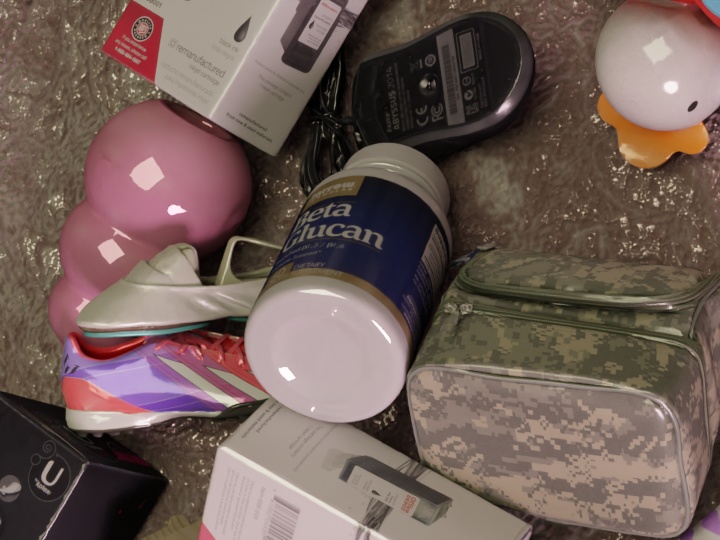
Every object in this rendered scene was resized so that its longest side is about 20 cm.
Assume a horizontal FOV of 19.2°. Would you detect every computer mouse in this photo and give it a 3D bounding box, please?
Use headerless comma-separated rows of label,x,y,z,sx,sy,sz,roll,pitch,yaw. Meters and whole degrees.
computer mouse,0.046,-0.128,1.525,0.199,0.053,0.140,-11,73,32

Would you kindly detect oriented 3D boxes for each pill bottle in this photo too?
pill bottle,0.000,0.000,1.433,0.110,0.200,0.112,8,127,11

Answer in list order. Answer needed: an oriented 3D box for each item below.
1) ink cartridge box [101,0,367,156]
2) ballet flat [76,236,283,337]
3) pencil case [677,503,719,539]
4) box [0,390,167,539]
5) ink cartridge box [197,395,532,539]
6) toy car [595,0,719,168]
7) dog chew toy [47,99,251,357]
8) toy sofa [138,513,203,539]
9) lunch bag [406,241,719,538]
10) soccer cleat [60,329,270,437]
ink cartridge box,-0.076,-0.207,1.548,0.145,0.083,0.201,32,93,42
ballet flat,-0.104,0.009,1.498,0.198,0.069,0.070,-3,74,-20
pencil case,0.223,0.205,1.357,0.200,0.085,0.084,-43,64,9
box,-0.252,0.204,1.541,0.106,0.122,0.201,32,93,26
ink cartridge box,-0.002,0.191,1.404,0.199,0.085,0.146,29,131,16
toy car,0.226,-0.157,1.411,0.176,0.184,0.201,22,117,25
dog chew toy,-0.163,-0.021,1.556,0.124,0.124,0.201,33,101,25
toy sofa,-0.077,0.261,1.484,0.200,0.097,0.083,35,124,25
lunch bag,0.141,0.062,1.392,0.199,0.140,0.168,6,41,24
soccer cleat,-0.116,0.070,1.513,0.198,0.068,0.074,-7,98,3
